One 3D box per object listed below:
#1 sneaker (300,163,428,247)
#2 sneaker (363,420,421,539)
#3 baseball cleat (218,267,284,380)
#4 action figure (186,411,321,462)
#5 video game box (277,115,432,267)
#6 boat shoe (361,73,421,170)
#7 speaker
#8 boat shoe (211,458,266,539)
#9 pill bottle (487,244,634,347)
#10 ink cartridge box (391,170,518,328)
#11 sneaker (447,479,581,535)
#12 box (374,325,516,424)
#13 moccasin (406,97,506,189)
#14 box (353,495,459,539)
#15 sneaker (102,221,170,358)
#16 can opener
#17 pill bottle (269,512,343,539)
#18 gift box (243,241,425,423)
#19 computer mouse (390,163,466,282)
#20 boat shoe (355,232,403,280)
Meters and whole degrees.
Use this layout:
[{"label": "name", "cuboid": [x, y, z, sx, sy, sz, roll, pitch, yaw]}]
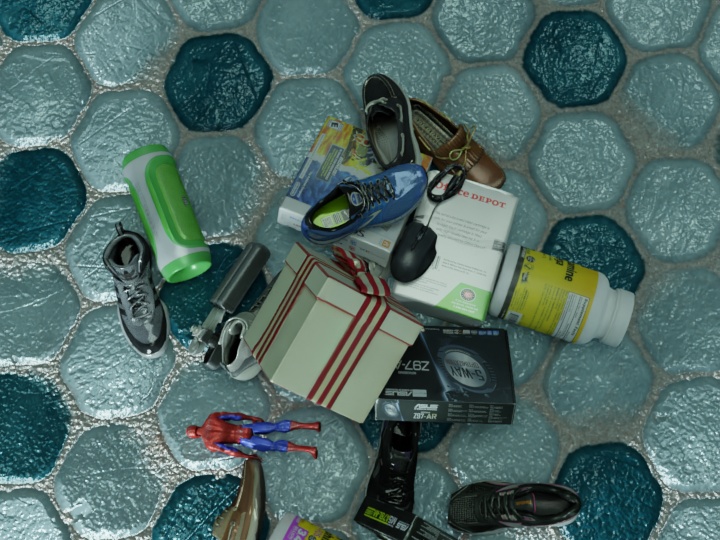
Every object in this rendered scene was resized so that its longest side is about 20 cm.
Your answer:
[{"label": "sneaker", "cuboid": [0.007, -0.095, 1.551, 0.199, 0.089, 0.079, -28, 83, -3]}, {"label": "sneaker", "cuboid": [0.047, 0.287, 1.567, 0.075, 0.088, 0.202, 6, 76, 0]}, {"label": "baseball cleat", "cuboid": [-0.140, 0.067, 1.609, 0.069, 0.107, 0.201, 20, 74, 24]}, {"label": "action figure", "cuboid": [-0.159, 0.243, 1.596, 0.198, 0.052, 0.066, 5, 70, 5]}, {"label": "video game box", "cuboid": [-0.006, -0.123, 1.660, 0.181, 0.047, 0.201, 23, 58, 2]}, {"label": "boat shoe", "cuboid": [0.037, -0.226, 1.657, 0.074, 0.060, 0.202, -27, 59, 26]}, {"label": "speaker", "cuboid": [-0.295, -0.087, 1.656, 0.088, 0.089, 0.201, -22, 78, -6]}, {"label": "boat shoe", "cuboid": [-0.177, 0.368, 1.552, 0.071, 0.076, 0.202, 5, 74, 3]}, {"label": "pill bottle", "cuboid": [0.298, 0.042, 1.619, 0.198, 0.113, 0.113, 18, 76, 3]}, {"label": "ink cartridge box", "cuboid": [0.141, -0.030, 1.649, 0.144, 0.084, 0.202, 17, 77, 4]}, {"label": "sneaker", "cuboid": [0.222, 0.332, 1.559, 0.198, 0.086, 0.081, -8, 74, -2]}, {"label": "box", "cuboid": [0.119, 0.149, 1.581, 0.198, 0.044, 0.161, 3, 38, 0]}, {"label": "moccasin", "cuboid": [0.143, -0.197, 1.693, 0.074, 0.078, 0.201, -42, 80, -12]}, {"label": "box", "cuboid": [0.108, 0.378, 1.463, 0.199, 0.193, 0.048, 34, 78, -15]}, {"label": "sneaker", "cuboid": [-0.336, 0.028, 1.612, 0.075, 0.114, 0.202, -15, 77, -4]}, {"label": "can opener", "cuboid": [-0.196, 0.050, 1.649, 0.066, 0.053, 0.201, 34, 77, -28]}, {"label": "pill bottle", "cuboid": [-0.040, 0.428, 1.523, 0.199, 0.104, 0.105, 26, 77, 5]}, {"label": "gift box", "cuboid": [-0.028, 0.077, 1.520, 0.199, 0.184, 0.188, 26, 98, -31]}, {"label": "computer mouse", "cuboid": [0.101, -0.073, 1.598, 0.058, 0.034, 0.201, 24, 78, 10]}, {"label": "boat shoe", "cuboid": [0.000, 0.000, 1.649, 0.072, 0.066, 0.200, 39, 79, 9]}]
